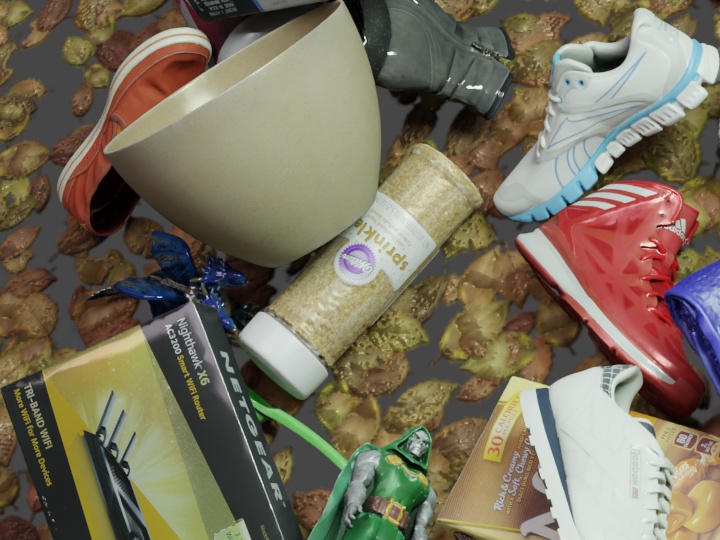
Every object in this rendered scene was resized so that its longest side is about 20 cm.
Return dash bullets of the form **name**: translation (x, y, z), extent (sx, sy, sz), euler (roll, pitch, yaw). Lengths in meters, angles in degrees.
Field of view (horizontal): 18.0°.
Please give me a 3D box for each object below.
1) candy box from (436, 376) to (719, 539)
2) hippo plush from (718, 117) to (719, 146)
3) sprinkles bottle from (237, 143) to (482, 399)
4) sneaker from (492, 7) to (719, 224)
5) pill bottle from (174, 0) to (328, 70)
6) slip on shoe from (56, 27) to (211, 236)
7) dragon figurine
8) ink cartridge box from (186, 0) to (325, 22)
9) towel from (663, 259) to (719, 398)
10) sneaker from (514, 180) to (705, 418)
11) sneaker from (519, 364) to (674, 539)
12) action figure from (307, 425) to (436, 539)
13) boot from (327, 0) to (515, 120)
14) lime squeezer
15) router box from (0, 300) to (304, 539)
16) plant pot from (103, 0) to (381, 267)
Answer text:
- **candy box**: translation (0.163, 0.151, 1.459), extent (0.200, 0.055, 0.116), euler (16, 66, 34)
- **hippo plush**: translation (0.305, -0.125, 1.510), extent (0.161, 0.159, 0.200), euler (17, 86, 48)
- **sprinkles bottle**: translation (0.000, 0.000, 1.645), extent (0.200, 0.068, 0.068), euler (-48, 49, -10)
- **sneaker**: translation (0.154, -0.114, 1.596), extent (0.200, 0.087, 0.075), euler (-42, 22, 29)
- **pill bottle**: translation (-0.073, -0.187, 1.789), extent (0.109, 0.110, 0.200), euler (-33, 48, 4)
- **slip on shoe**: translation (-0.171, -0.107, 1.774), extent (0.200, 0.074, 0.061), euler (-54, 52, 28)
- **dragon figurine**: translation (-0.142, 0.011, 1.692), extent (0.200, 0.099, 0.059), euler (22, 70, 40)
- **ink cartridge box**: translation (-0.012, -0.269, 1.691), extent (0.198, 0.043, 0.200), euler (-4, 41, 48)
- **towel**: translation (0.303, 0.031, 1.396), extent (0.200, 0.148, 0.050), euler (-29, 2, -15)
- **sneaker**: translation (0.196, 0.004, 1.533), extent (0.115, 0.078, 0.200), euler (-39, 50, 0)
- **sneaker**: translation (0.157, 0.142, 1.388), extent (0.080, 0.076, 0.200), euler (-18, 53, 4)
- **action figure**: translation (0.008, 0.183, 1.501), extent (0.055, 0.118, 0.200), euler (-34, 26, 47)
- **boot**: translation (0.047, -0.194, 1.734), extent (0.070, 0.131, 0.200), euler (123, 155, -44)
- **lime squeezer**: translation (-0.096, 0.109, 1.640), extent (0.200, 0.038, 0.071), euler (-2, 57, 26)
- **router box**: translation (-0.142, 0.144, 1.576), extent (0.157, 0.052, 0.200), euler (-25, 77, 11)
- **plant pot**: translation (-0.063, -0.082, 1.608), extent (0.200, 0.135, 0.200), euler (-31, 12, 7)
